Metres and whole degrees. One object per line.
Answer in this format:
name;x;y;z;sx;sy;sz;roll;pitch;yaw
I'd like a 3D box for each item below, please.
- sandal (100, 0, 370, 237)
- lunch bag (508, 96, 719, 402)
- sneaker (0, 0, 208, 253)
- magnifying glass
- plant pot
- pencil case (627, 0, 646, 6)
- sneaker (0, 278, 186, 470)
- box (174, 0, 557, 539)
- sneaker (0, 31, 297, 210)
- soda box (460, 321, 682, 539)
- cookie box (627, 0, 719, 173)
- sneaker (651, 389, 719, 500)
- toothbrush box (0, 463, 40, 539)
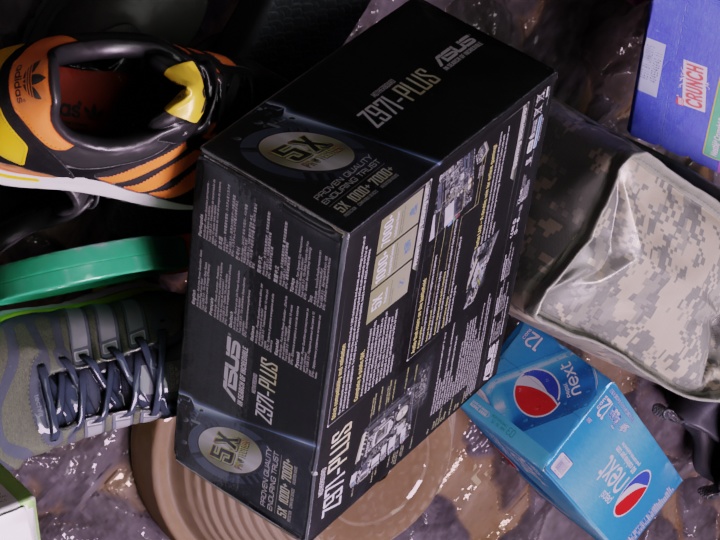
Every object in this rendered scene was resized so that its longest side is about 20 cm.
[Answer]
sandal;-0.059;-0.093;1.164;0.076;0.043;0.200;15;123;-44
lunch bag;0.130;-0.016;1.289;0.200;0.164;0.118;28;94;-43
sneaker;-0.137;-0.067;1.107;0.200;0.091;0.076;-48;130;-10
magnifying glass;-0.105;-0.006;1.160;0.200;0.079;0.022;-8;85;-57
plant pot;-0.015;0.088;1.279;0.201;0.093;0.201;-18;123;-31
pencil case;0.161;-0.242;1.258;0.086;0.083;0.200;20;100;-14
sneaker;-0.125;0.047;1.136;0.200;0.081;0.074;-31;118;-56
box;0.000;0.000;1.116;0.164;0.086;0.200;-40;150;-39
sneaker;-0.083;-0.067;1.045;0.200;0.090;0.070;0;83;-41
soda box;0.124;0.100;1.368;0.064;0.068;0.200;-51;153;-5
cookie box;0.218;-0.176;1.252;0.200;0.075;0.171;-61;168;-21
sneaker;0.238;0.055;1.470;0.140;0.078;0.200;-18;116;-25
toothbrush box;-0.246;0.114;1.039;0.145;0.200;0.086;-21;124;-29
